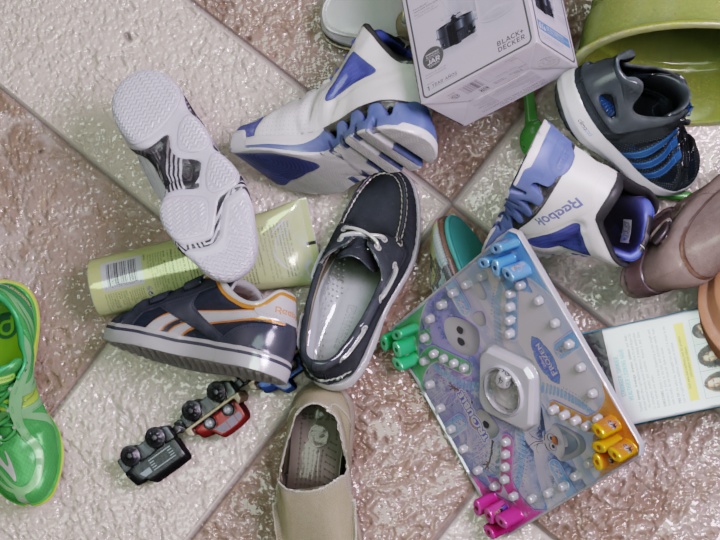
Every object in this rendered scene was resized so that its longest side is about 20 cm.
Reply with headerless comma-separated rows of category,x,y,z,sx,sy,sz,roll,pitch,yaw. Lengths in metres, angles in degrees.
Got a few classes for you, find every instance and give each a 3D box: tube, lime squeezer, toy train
tube,-0.133,-0.004,1.649,0.200,0.058,0.052,-13,51,8
lime squeezer,0.179,-0.103,1.604,0.200,0.038,0.071,43,63,13
toy train,-0.119,0.120,1.638,0.200,0.034,0.046,-37,82,7

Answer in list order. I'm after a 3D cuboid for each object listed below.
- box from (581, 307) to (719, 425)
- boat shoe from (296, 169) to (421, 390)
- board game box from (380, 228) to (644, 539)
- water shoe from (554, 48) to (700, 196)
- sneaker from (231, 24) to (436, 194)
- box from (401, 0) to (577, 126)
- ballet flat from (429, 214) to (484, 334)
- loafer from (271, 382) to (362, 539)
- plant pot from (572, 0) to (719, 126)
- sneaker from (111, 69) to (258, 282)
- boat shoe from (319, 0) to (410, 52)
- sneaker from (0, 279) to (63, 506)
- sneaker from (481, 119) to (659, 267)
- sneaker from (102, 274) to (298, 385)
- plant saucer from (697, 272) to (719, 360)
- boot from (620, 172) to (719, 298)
box,0.278,0.072,1.551,0.200,0.049,0.082,-13,81,10
boat shoe,0.000,0.000,1.596,0.076,0.060,0.200,9,72,15
board game box,0.113,0.096,1.528,0.200,0.026,0.200,61,141,10
water shoe,0.232,-0.113,1.502,0.079,0.200,0.072,-24,64,31
sneaker,-0.005,-0.137,1.596,0.199,0.081,0.115,-8,56,41
box,0.093,-0.230,1.516,0.117,0.060,0.200,-27,60,31
ballet flat,0.104,0.050,1.588,0.071,0.069,0.200,-43,77,32
loafer,-0.040,0.192,1.596,0.076,0.068,0.200,-4,84,11
plant pot,0.263,-0.239,1.530,0.200,0.200,0.190,-1,72,12
sneaker,-0.135,-0.069,1.612,0.075,0.115,0.200,-30,71,0
boat shoe,0.058,-0.228,1.618,0.200,0.068,0.075,-7,83,11
sneaker,-0.308,0.106,1.653,0.074,0.084,0.200,-12,83,10
sneaker,0.167,-0.035,1.508,0.115,0.199,0.081,28,72,5
sneaker,-0.128,0.044,1.608,0.200,0.078,0.079,7,76,38
plant saucer,0.361,0.013,1.490,0.200,0.032,0.200,-11,43,11
boot,0.285,-0.050,1.530,0.146,0.200,0.070,-29,98,36
